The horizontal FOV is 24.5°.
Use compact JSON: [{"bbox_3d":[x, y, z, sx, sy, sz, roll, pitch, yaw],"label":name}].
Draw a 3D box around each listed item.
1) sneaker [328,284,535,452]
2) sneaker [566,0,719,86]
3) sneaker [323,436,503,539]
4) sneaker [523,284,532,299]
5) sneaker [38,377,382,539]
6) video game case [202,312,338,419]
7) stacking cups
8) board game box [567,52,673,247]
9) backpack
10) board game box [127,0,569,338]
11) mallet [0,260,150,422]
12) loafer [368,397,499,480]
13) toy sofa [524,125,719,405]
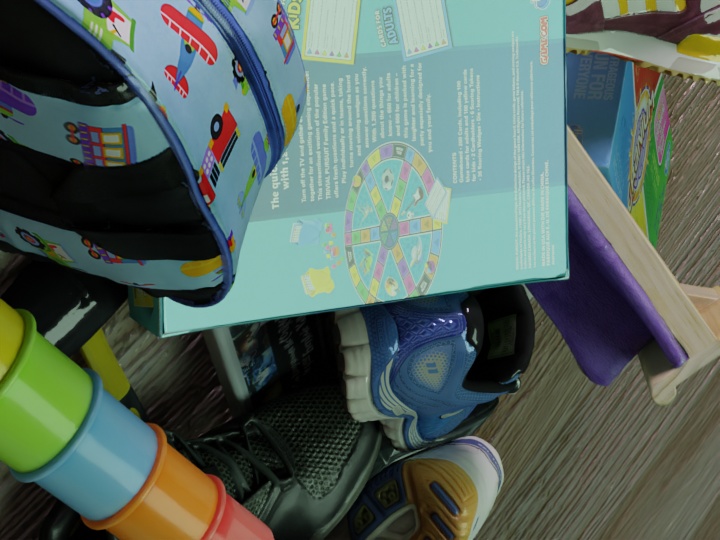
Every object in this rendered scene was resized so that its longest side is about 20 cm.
[{"bbox_3d":[0.047,0.046,0.826,0.200,0.088,0.080,28,54,-76],"label":"sneaker"},{"bbox_3d":[0.137,-0.167,0.922,0.198,0.075,0.091,8,109,-27],"label":"sneaker"},{"bbox_3d":[0.001,0.159,0.908,0.199,0.076,0.088,-34,175,29],"label":"sneaker"},{"bbox_3d":[0.059,0.003,1.003,0.200,0.073,0.083,-51,143,-39],"label":"sneaker"},{"bbox_3d":[-0.070,0.105,0.796,0.198,0.077,0.115,-28,158,-18],"label":"sneaker"},{"bbox_3d":[0.000,0.000,0.849,0.181,0.023,0.200,-39,160,-13],"label":"video game case"},{"bbox_3d":[-0.113,0.071,0.684,0.200,0.060,0.061,43,74,-34],"label":"stacking cups"},{"bbox_3d":[0.166,-0.077,1.083,0.201,0.040,0.155,63,36,-57],"label":"board game box"},{"bbox_3d":[-0.099,-0.088,0.514,0.135,0.199,0.183,-50,149,-22],"label":"backpack"},{"bbox_3d":[-0.005,-0.062,0.718,0.198,0.047,0.153,-7,102,-24],"label":"board game box"},{"bbox_3d":[-0.111,0.046,0.782,0.066,0.041,0.201,-51,154,-16],"label":"mallet"},{"bbox_3d":[0.004,0.108,0.998,0.199,0.073,0.073,-17,138,-42],"label":"loafer"},{"bbox_3d":[0.121,-0.020,0.931,0.097,0.201,0.083,-35,-169,10],"label":"toy sofa"}]
